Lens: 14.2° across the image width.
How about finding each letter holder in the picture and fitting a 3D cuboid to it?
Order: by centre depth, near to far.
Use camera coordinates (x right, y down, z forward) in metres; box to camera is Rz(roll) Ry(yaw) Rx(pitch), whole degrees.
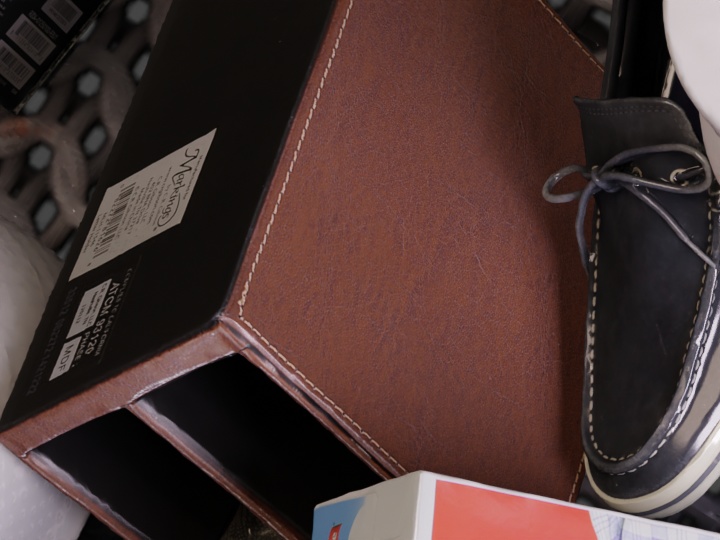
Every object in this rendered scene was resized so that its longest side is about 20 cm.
[{"bbox_3d":[0.000,0.000,0.873,0.100,0.142,0.201,-26,33,39],"label":"letter holder"}]

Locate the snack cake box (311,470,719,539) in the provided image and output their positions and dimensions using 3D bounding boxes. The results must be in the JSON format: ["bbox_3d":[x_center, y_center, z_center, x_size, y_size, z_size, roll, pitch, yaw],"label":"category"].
[{"bbox_3d":[0.083,0.130,0.765,0.067,0.199,0.116,-26,54,61],"label":"snack cake box"}]

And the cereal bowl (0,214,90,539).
[{"bbox_3d":[-0.133,0.083,0.896,0.083,0.200,0.201,26,83,-3],"label":"cereal bowl"}]

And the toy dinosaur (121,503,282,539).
[{"bbox_3d":[-0.008,0.093,0.900,0.102,0.077,0.200,-35,54,-5],"label":"toy dinosaur"}]

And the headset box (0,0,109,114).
[{"bbox_3d":[-0.188,-0.168,0.986,0.200,0.174,0.093,38,87,21],"label":"headset box"}]

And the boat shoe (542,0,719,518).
[{"bbox_3d":[0.089,-0.030,0.827,0.074,0.062,0.201,9,86,56],"label":"boat shoe"}]

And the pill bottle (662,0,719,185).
[{"bbox_3d":[0.150,-0.035,0.736,0.109,0.200,0.110,-8,69,22],"label":"pill bottle"}]
